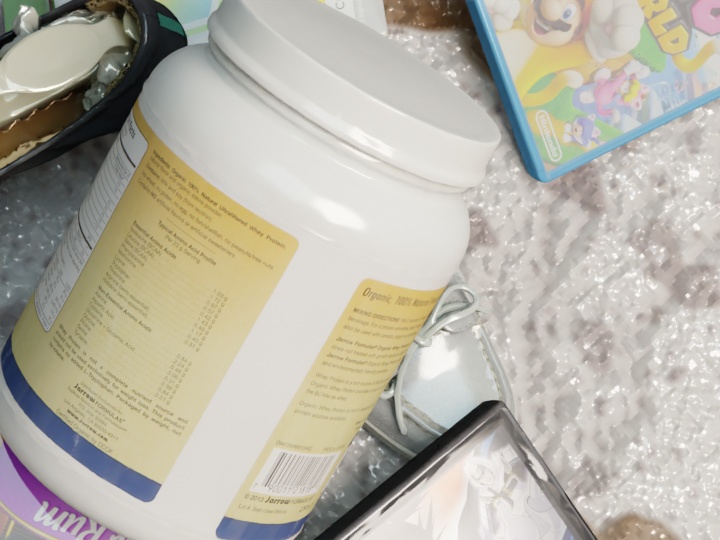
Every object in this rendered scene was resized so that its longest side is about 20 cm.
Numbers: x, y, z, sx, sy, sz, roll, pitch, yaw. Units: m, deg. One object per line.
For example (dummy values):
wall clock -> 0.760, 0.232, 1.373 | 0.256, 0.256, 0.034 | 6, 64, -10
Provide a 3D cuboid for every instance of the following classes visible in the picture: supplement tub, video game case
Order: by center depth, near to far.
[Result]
supplement tub -> -0.045, 0.000, 0.884 | 0.144, 0.144, 0.201 | 32, 105, 2
video game case -> 0.033, 0.186, 0.924 | 0.200, 0.025, 0.181 | -38, 98, -17
video game case -> 0.143, -0.146, 1.010 | 0.199, 0.018, 0.144 | -26, 110, -10

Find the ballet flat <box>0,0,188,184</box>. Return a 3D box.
ballet flat -> -0.164, -0.062, 0.917 | 0.199, 0.073, 0.073 | -26, 81, -5

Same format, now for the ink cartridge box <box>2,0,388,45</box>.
ink cartridge box -> -0.093, -0.135, 0.998 | 0.198, 0.059, 0.105 | -7, 79, -6

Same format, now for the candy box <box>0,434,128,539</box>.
candy box -> -0.143, 0.122, 0.937 | 0.199, 0.056, 0.117 | 32, 76, 4

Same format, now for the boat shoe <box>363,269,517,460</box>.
boat shoe -> 0.001, -0.002, 0.973 | 0.074, 0.065, 0.203 | -29, 81, -11
